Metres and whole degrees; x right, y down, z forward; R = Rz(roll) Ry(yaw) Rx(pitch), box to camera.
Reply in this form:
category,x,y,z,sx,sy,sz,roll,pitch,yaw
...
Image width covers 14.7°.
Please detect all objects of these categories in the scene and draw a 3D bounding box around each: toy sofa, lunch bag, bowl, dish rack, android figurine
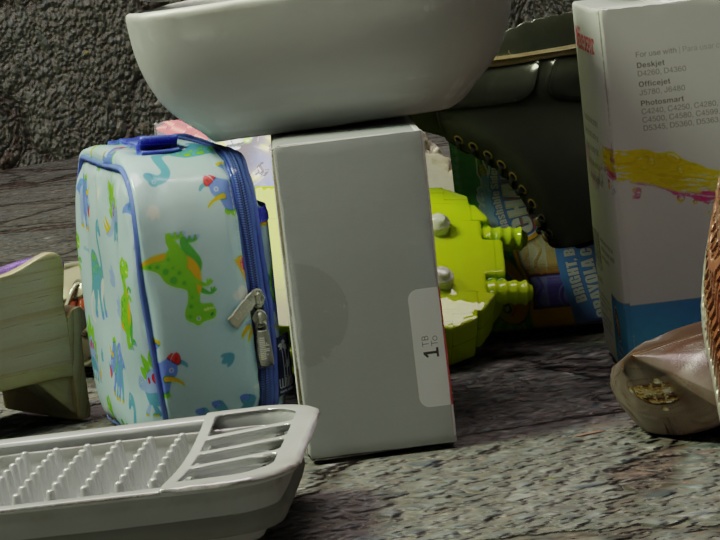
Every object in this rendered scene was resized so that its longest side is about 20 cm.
category,x,y,z,sx,sy,sz,roll,pitch,yaw
toy sofa,-0.252,0.050,1.531,0.199,0.098,0.083,-13,10,-39
lunch bag,-0.098,0.006,1.471,0.082,0.162,0.200,-9,6,-14
bowl,-0.016,-0.116,1.454,0.199,0.075,0.200,-7,7,6
dish rack,-0.117,0.101,1.203,0.199,0.044,0.172,-6,8,4
android figurine,0.000,0.000,1.619,0.199,0.041,0.183,0,43,0

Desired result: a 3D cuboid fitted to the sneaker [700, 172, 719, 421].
category,x,y,z,sx,sy,sz,roll,pitch,yaw
sneaker,0.198,0.019,1.245,0.079,0.072,0.200,3,41,-2

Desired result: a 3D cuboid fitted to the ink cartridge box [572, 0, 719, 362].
category,x,y,z,sx,sy,sz,roll,pitch,yaw
ink cartridge box,0.199,-0.054,1.501,0.145,0.201,0.147,-7,7,0

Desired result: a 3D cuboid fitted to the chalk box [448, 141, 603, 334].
category,x,y,z,sx,sy,sz,roll,pitch,yaw
chalk box,0.128,-0.033,1.714,0.199,0.125,0.125,-5,5,18

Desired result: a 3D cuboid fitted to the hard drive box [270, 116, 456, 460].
category,x,y,z,sx,sy,sz,roll,pitch,yaw
hard drive box,-0.002,0.002,1.439,0.076,0.157,0.200,-7,8,-1

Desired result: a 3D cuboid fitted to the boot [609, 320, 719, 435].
category,x,y,z,sx,sy,sz,roll,pitch,yaw
boot,0.233,0.039,1.300,0.199,0.065,0.186,-12,5,-27

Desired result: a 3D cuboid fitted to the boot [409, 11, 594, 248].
category,x,y,z,sx,sy,sz,roll,pitch,yaw
boot,0.076,-0.066,1.626,0.199,0.139,0.077,-13,-2,25

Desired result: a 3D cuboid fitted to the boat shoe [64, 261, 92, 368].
category,x,y,z,sx,sy,sz,roll,pitch,yaw
boat shoe,-0.174,0.027,1.737,0.062,0.072,0.200,3,-4,-32

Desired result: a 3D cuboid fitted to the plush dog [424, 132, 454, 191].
category,x,y,z,sx,sy,sz,roll,pitch,yaw
plush dog,-0.007,-0.043,1.968,0.199,0.161,0.172,-7,-20,-17

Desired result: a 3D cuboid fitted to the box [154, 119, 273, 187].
category,x,y,z,sx,sy,sz,roll,pitch,yaw
box,-0.046,-0.022,1.701,0.136,0.040,0.200,-9,44,-7

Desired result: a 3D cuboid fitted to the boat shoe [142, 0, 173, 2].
category,x,y,z,sx,sy,sz,roll,pitch,yaw
boat shoe,-0.093,-0.174,1.480,0.199,0.074,0.060,4,42,-24
